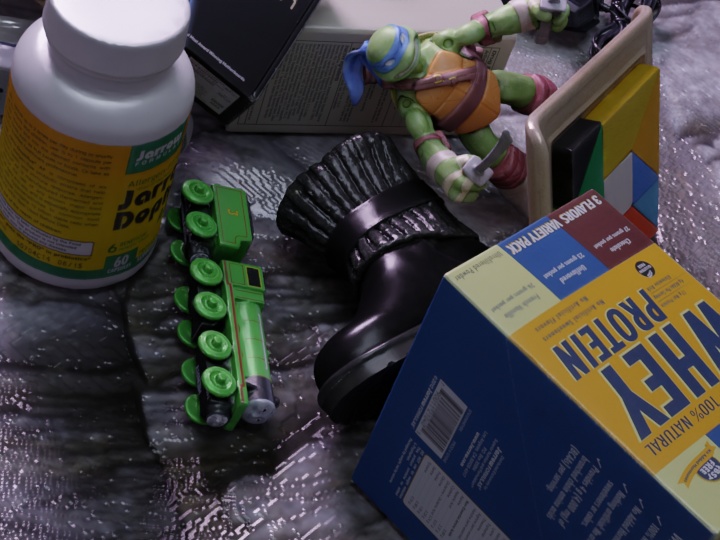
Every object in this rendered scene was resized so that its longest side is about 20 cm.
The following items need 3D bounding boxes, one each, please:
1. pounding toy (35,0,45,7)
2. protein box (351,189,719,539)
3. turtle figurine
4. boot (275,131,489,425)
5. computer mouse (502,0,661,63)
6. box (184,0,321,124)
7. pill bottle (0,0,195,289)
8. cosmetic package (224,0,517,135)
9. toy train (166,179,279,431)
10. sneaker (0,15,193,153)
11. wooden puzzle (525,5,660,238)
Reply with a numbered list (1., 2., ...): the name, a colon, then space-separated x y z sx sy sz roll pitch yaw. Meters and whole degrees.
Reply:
1. pounding toy: -0.256 -0.245 1.231 0.200 0.142 0.184 13 5 -9
2. protein box: 0.130 0.105 1.019 0.135 0.199 0.200 -29 64 -38
3. turtle figurine: 0.106 -0.108 1.198 0.194 0.200 0.144 29 52 -48
4. boot: -0.001 0.001 1.149 0.158 0.079 0.211 44 38 12
5. computer mouse: 0.142 -0.232 1.451 0.200 0.053 0.139 33 46 -3
6. box: -0.120 -0.216 1.153 0.200 0.044 0.160 39 56 -14
7. pill bottle: -0.164 -0.092 1.093 0.113 0.200 0.113 11 45 -11
8. cosmetic package: 0.000 -0.158 1.287 0.200 0.104 0.073 -1 48 -22
9. toy train: -0.088 0.020 1.132 0.056 0.042 0.200 12 44 -25
10. sneaker: -0.206 -0.136 1.210 0.200 0.073 0.071 19 48 -2
11. wooden puzzle: 0.164 -0.058 1.199 0.037 0.185 0.200 13 38 26
